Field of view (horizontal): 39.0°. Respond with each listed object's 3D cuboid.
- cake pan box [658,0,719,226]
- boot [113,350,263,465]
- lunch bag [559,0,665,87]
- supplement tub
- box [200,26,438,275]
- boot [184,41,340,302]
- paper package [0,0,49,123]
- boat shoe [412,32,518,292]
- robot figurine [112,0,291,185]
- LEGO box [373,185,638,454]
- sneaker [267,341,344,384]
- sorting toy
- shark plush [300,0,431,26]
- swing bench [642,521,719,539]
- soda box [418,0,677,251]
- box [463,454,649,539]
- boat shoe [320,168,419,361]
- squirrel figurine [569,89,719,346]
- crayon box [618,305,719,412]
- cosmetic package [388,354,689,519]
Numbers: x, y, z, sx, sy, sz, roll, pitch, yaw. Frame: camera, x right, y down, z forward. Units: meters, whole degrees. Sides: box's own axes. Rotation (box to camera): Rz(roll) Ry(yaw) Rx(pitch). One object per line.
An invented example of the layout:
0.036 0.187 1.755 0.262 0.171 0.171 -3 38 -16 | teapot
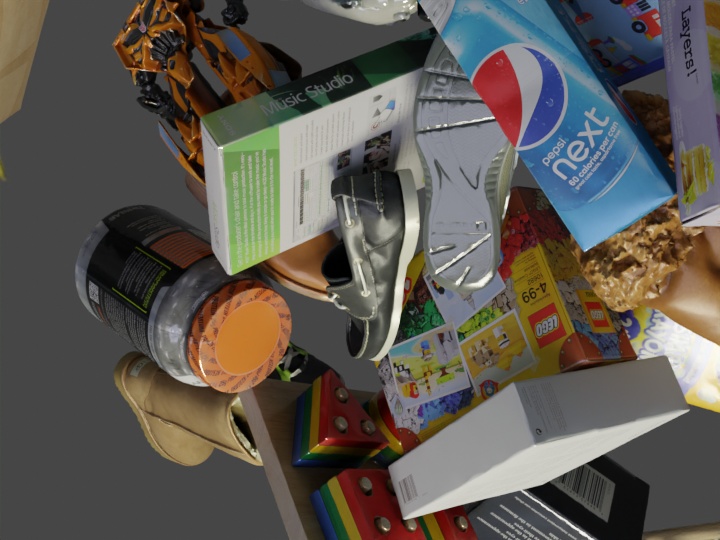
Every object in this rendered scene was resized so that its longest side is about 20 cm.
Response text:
0.271 -0.116 0.582 0.199 0.185 0.052 2 171 -13 | cake pan box
-0.153 0.165 1.045 0.200 0.066 0.175 11 146 42 | boot
0.130 -0.191 0.696 0.151 0.094 0.200 47 139 -18 | lunch bag
-0.159 0.025 0.910 0.200 0.122 0.123 28 140 43 | supplement tub
-0.021 -0.088 0.754 0.036 0.200 0.145 51 155 28 | box
-0.049 -0.081 0.855 0.200 0.077 0.155 44 127 13 | boot
-0.377 -0.231 0.872 0.190 0.104 0.200 33 132 -1 | paper package
0.079 -0.087 0.730 0.074 0.065 0.203 3 112 12 | boat shoe
-0.122 -0.152 0.802 0.200 0.058 0.145 51 122 16 | robot figurine
0.103 0.045 0.836 0.200 0.077 0.149 -36 64 39 | LEGO box
-0.110 0.078 1.011 0.199 0.072 0.083 19 130 10 | sneaker
0.011 0.178 0.908 0.070 0.199 0.200 -41 147 26 | sorting toy
0.002 -0.216 0.702 0.200 0.091 0.084 29 112 44 | shark plush
0.376 0.315 0.937 0.199 0.130 0.200 42 130 -9 | swing bench
0.110 -0.114 0.614 0.064 0.068 0.200 -35 86 23 | soda box
0.161 0.253 1.002 0.148 0.104 0.200 35 132 -5 | box
0.000 0.000 0.800 0.067 0.072 0.200 -7 140 -12 | boat shoe
0.240 -0.058 0.679 0.199 0.142 0.187 5 129 -26 | squirrel figurine
0.288 0.051 0.825 0.199 0.052 0.126 15 130 13 | crayon box
0.133 0.133 0.798 0.150 0.052 0.200 -4 155 -30 | cosmetic package
